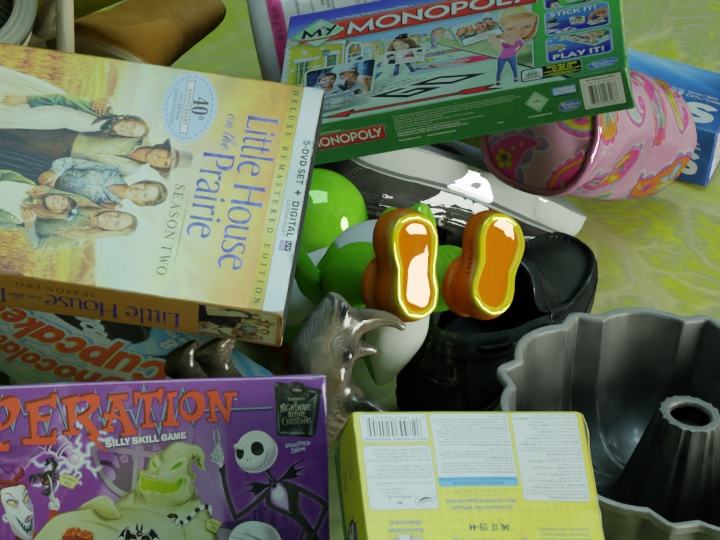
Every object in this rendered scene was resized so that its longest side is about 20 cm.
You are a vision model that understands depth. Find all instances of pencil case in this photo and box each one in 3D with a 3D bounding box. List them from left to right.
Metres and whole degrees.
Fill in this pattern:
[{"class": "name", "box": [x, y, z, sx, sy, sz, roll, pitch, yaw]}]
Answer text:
[{"class": "pencil case", "box": [0.140, -0.086, 1.473, 0.087, 0.088, 0.200, 24, 12, 23]}]

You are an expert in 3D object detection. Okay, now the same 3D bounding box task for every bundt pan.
[{"class": "bundt pan", "box": [0.161, 0.103, 1.231, 0.200, 0.076, 0.202, 7, 31, -4]}]

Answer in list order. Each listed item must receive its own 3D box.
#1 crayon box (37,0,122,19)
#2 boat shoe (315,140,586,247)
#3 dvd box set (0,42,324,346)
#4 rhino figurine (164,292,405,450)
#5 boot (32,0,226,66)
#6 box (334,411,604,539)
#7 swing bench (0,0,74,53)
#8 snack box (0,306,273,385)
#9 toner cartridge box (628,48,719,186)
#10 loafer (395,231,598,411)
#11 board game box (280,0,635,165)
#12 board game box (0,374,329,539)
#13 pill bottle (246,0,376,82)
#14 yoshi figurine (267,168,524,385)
[{"class": "crayon box", "box": [-0.225, -0.180, 1.435, 0.199, 0.051, 0.127, -17, -16, 30]}, {"class": "boat shoe", "box": [0.050, -0.039, 1.445, 0.199, 0.067, 0.070, 16, 18, -42]}, {"class": "dvd box set", "box": [-0.125, -0.041, 1.174, 0.198, 0.029, 0.147, 9, 53, 2]}, {"class": "rhino figurine", "box": [-0.062, 0.075, 1.168, 0.199, 0.088, 0.060, -30, 11, -15]}, {"class": "boot", "box": [-0.138, -0.143, 1.524, 0.144, 0.071, 0.200, -29, 24, -32]}, {"class": "box", "box": [0.057, 0.162, 1.076, 0.116, 0.048, 0.201, 1, 57, -13]}, {"class": "swing bench", "box": [-0.250, -0.108, 1.325, 0.198, 0.131, 0.199, 0, -12, -16]}, {"class": "snack box", "box": [-0.151, 0.046, 1.280, 0.199, 0.037, 0.116, 31, 38, 32]}, {"class": "toner cartridge box", "box": [0.154, -0.120, 1.637, 0.199, 0.043, 0.095, 17, 30, 13]}, {"class": "loafer", "box": [0.085, 0.021, 1.353, 0.068, 0.071, 0.200, 24, 33, 20]}, {"class": "board game box", "box": [0.053, -0.119, 1.370, 0.198, 0.029, 0.135, -10, 34, 9]}, {"class": "board game box", "box": [-0.112, 0.111, 1.108, 0.198, 0.121, 0.032, -2, -4, -18]}, {"class": "pill bottle", "box": [0.029, -0.166, 1.559, 0.198, 0.114, 0.114, -12, 32, 0]}, {"class": "yoshi figurine", "box": [-0.003, -0.015, 1.288, 0.112, 0.113, 0.199, -47, 21, -26]}]
